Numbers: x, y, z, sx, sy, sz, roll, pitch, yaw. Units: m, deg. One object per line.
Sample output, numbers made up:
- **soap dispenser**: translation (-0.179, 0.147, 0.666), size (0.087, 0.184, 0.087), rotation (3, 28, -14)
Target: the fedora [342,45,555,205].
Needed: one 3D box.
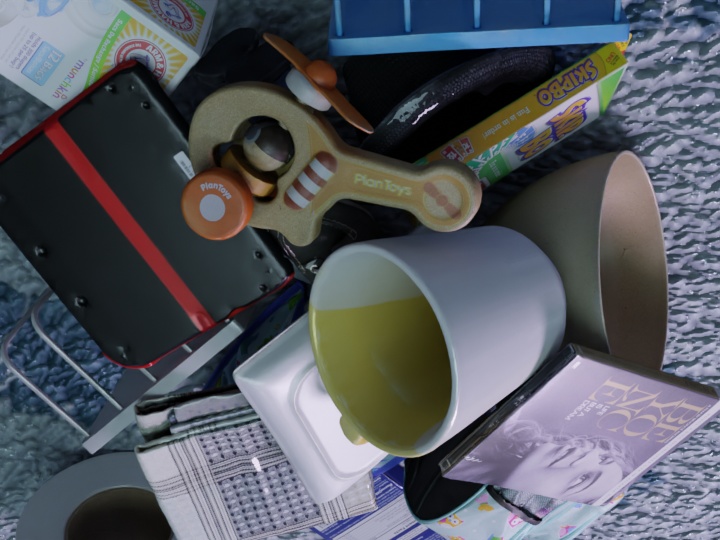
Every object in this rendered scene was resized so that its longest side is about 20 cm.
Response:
- **fedora**: translation (0.048, -0.133, 0.848), size (0.201, 0.200, 0.092), rotation (-42, 74, 28)

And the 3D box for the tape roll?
- **tape roll**: translation (-0.239, 0.304, 1.150), size (0.202, 0.203, 0.140), rotation (4, 127, -1)

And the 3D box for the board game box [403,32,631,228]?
- **board game box**: translation (0.121, -0.105, 0.862), size (0.200, 0.030, 0.096), rotation (-35, 167, -8)

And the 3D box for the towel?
- **towel**: translation (-0.085, 0.169, 0.980), size (0.192, 0.035, 0.201), rotation (-11, 131, -2)

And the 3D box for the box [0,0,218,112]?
- **box**: translation (-0.218, -0.199, 0.832), size (0.200, 0.102, 0.112), rotation (35, 121, -22)

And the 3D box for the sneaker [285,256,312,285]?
- **sneaker**: translation (-0.034, -0.029, 0.984), size (0.200, 0.073, 0.071), rotation (31, 113, -31)

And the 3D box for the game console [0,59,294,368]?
- **game console**: translation (-0.171, -0.033, 0.852), size (0.177, 0.031, 0.200), rotation (-31, 106, 20)

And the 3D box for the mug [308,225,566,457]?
- **mug**: translation (0.056, 0.039, 0.824), size (0.186, 0.153, 0.150), rotation (-16, 93, 52)

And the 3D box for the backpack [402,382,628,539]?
- **backpack**: translation (0.139, 0.169, 1.052), size (0.200, 0.176, 0.153), rotation (-38, 118, 21)

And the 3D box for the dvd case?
- **dvd case**: translation (0.176, 0.126, 0.874), size (0.200, 0.016, 0.149), rotation (17, 126, -39)

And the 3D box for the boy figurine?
- **boy figurine**: translation (-0.060, -0.091, 0.877), size (0.124, 0.064, 0.200), rotation (26, 151, 34)

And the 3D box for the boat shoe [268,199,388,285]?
- **boat shoe**: translation (0.000, 0.000, 0.894), size (0.067, 0.057, 0.200), rotation (-31, 147, 18)

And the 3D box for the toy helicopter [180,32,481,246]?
- **toy helicopter**: translation (-0.016, -0.077, 0.749), size (0.199, 0.079, 0.133), rotation (14, 108, 8)

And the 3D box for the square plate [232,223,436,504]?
- **square plate**: translation (0.014, 0.084, 0.916), size (0.198, 0.028, 0.200), rotation (-38, 138, -12)

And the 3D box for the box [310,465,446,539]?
- **box**: translation (0.042, 0.282, 1.230), size (0.121, 0.032, 0.200), rotation (-37, 116, 26)

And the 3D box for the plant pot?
- **plant pot**: translation (0.163, 0.007, 0.937), size (0.134, 0.201, 0.201), rotation (-3, 130, 29)

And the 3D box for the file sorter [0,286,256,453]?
- **file sorter**: translation (-0.191, 0.029, 0.976), size (0.200, 0.139, 0.125), rotation (-39, 106, 26)

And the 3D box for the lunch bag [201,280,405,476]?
- **lunch bag**: translation (-0.046, 0.128, 1.067), size (0.170, 0.128, 0.200), rotation (28, 135, -24)

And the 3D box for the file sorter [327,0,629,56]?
- **file sorter**: translation (0.075, -0.234, 0.778), size (0.199, 0.139, 0.123), rotation (-3, 123, 4)
